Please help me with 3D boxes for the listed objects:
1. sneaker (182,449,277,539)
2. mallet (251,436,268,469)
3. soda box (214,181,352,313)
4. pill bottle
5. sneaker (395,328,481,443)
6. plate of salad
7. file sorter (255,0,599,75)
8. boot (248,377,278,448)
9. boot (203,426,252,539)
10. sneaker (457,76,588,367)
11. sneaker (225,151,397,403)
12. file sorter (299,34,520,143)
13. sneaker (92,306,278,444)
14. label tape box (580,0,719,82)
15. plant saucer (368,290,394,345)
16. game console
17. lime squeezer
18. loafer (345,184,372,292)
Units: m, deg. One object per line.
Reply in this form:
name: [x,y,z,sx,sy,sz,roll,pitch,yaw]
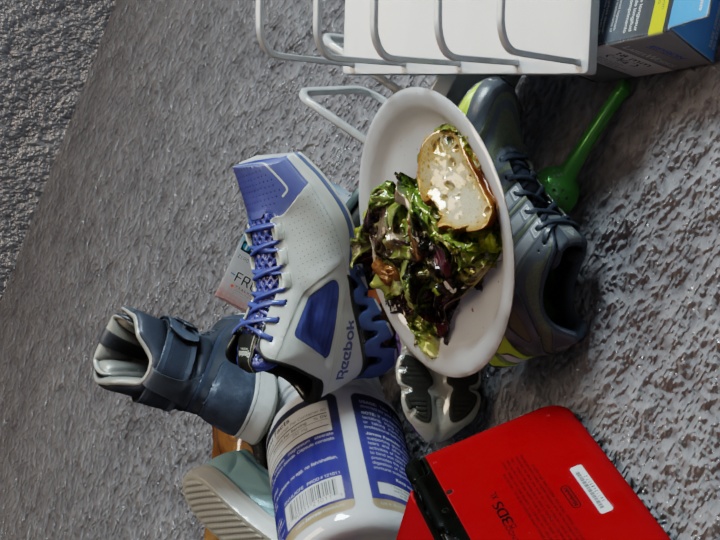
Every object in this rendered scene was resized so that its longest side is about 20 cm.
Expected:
sneaker: [-0.056,0.216,1.117,0.200,0.082,0.074,41,140,22]
mallet: [-0.086,0.207,1.203,0.066,0.041,0.202,-31,69,59]
soda box: [-0.061,-0.024,1.184,0.069,0.063,0.200,-62,-1,24]
pill bottle: [-0.015,0.163,1.058,0.116,0.115,0.201,-58,26,30]
sneaker: [0.051,0.034,1.041,0.083,0.080,0.202,113,162,-73]
plate of salad: [0.040,-0.023,0.919,0.200,0.048,0.202,34,130,53]
file sorter: [0.044,-0.203,0.886,0.198,0.124,0.140,5,97,34]
boot: [-0.083,0.066,1.263,0.201,0.077,0.139,-96,28,-46]
boot: [-0.120,0.165,1.358,0.188,0.068,0.202,-40,39,51]
sneaker: [0.115,-0.035,0.923,0.080,0.074,0.202,-6,97,42]
sneaker: [-0.055,0.017,1.014,0.080,0.115,0.201,-4,114,54]
file sorter: [0.059,-0.192,1.045,0.124,0.138,0.201,34,112,20]
sneaker: [-0.152,0.066,1.143,0.202,0.145,0.078,-124,55,-71]
label tape box: [0.206,-0.209,0.889,0.200,0.063,0.146,5,79,66]
plant saucer: [-0.009,0.031,1.248,0.200,0.032,0.202,-46,35,46]
game console: [0.098,0.203,0.830,0.200,0.171,0.120,-122,12,-60]
lime squeezer: [0.129,-0.059,0.991,0.200,0.037,0.071,-48,33,46]
loafer: [0.000,0.000,1.105,0.072,0.063,0.201,-44,-13,-40]
